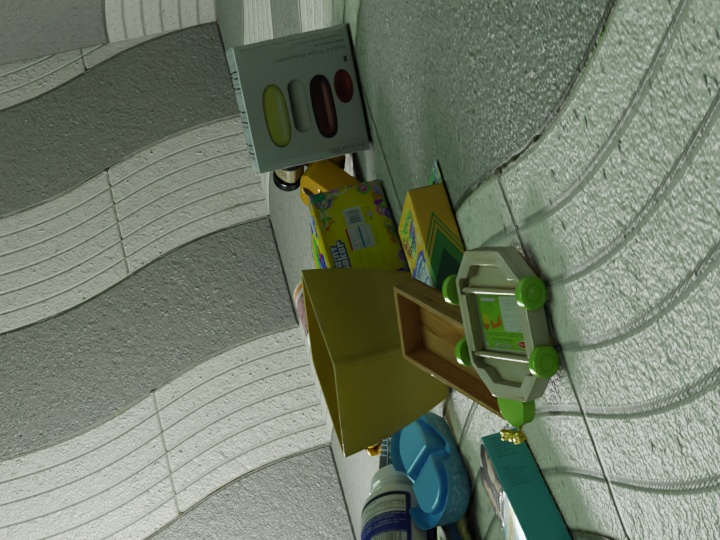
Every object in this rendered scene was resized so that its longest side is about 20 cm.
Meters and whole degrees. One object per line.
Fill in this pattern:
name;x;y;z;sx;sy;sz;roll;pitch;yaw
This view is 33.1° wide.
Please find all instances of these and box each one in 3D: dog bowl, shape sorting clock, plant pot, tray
dog bowl;0.105;0.293;1.811;0.112;0.049;0.201;-61;34;32
shape sorting clock;0.145;0.407;1.869;0.200;0.039;0.203;168;90;-82
plant pot;0.027;0.114;1.753;0.201;0.174;0.202;-113;13;-45
tray;0.114;0.087;1.407;0.199;0.037;0.100;28;133;51

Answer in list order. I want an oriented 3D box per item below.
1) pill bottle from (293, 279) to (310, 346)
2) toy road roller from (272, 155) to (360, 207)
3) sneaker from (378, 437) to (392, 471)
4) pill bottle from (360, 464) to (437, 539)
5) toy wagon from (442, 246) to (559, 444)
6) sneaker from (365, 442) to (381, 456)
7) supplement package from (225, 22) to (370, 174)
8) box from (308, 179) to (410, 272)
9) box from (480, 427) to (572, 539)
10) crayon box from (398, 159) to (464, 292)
pill bottle;-0.068;0.107;2.568;0.201;0.112;0.115;-111;12;-46
toy road roller;-0.056;-0.188;2.141;0.199;0.146;0.123;37;162;8
sneaker;0.062;0.286;2.005;0.078;0.069;0.202;80;-170;-49
pill bottle;0.059;0.399;1.848;0.201;0.118;0.121;-88;-8;-54
toy wagon;0.149;0.077;1.250;0.155;0.039;0.203;2;106;64
sneaker;0.022;0.308;2.453;0.201;0.077;0.083;73;174;-56
supplement package;-0.102;-0.277;1.962;0.147;0.188;0.203;-142;39;-77
box;0.000;0.000;1.946;0.194;0.120;0.202;90;165;-60
box;0.189;0.280;1.362;0.201;0.048;0.083;-112;13;-47
crayon box;0.094;-0.020;1.535;0.126;0.051;0.203;100;156;-69
